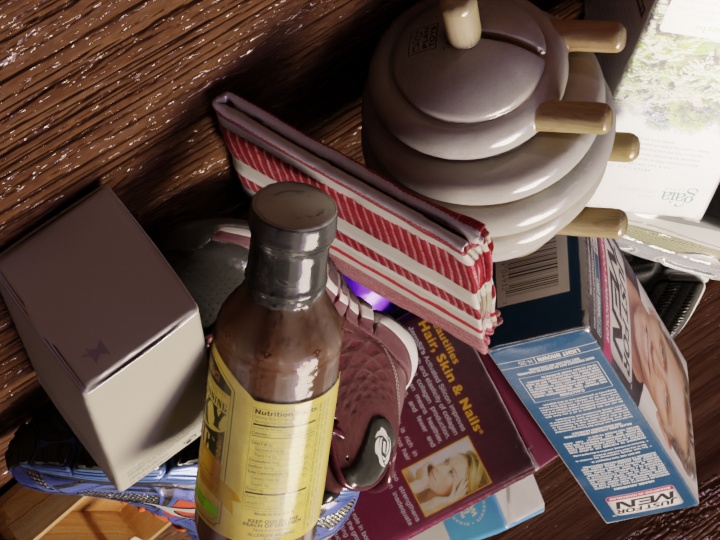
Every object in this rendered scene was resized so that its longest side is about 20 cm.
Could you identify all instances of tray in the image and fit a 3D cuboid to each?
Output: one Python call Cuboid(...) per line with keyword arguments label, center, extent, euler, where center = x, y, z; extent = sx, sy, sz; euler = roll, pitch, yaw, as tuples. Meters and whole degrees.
Cuboid(label="tray", center=(-0.139, 0.123, 1.700), extent=(0.099, 0.037, 0.200), euler=(-41, 165, 9))

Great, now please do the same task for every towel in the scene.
Cuboid(label="towel", center=(0.002, -0.023, 1.384), extent=(0.023, 0.144, 0.200), euler=(-59, 169, -10))

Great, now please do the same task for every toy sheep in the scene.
Cuboid(label="toy sheep", center=(0.064, -0.073, 1.397), extent=(0.138, 0.138, 0.200), euler=(-34, 144, -16))

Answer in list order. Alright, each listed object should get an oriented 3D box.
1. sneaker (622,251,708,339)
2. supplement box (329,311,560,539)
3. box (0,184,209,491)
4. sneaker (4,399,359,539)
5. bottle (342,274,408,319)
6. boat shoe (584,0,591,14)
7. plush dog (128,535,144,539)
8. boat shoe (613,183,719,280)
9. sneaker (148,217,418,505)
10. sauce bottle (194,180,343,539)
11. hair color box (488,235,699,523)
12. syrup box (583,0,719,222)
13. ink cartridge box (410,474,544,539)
Cuboid(label="sneaker", center=(0.183, -0.031, 1.741), extent=(0.116, 0.075, 0.201), euler=(62, 37, -71))
Cuboid(label="supplement box", center=(0.003, 0.102, 1.615), extent=(0.200, 0.111, 0.086), euler=(-29, 176, 17))
Cuboid(label="box", center=(-0.119, 0.036, 1.381), extent=(0.068, 0.082, 0.200), euler=(-35, 167, -10))
Cuboid(label="sneaker", center=(-0.091, 0.114, 1.533), extent=(0.199, 0.075, 0.079), euler=(7, 122, -8))
Cuboid(label="bottle", center=(0.000, 0.000, 1.597), extent=(0.200, 0.065, 0.084), euler=(-23, 163, -47))
Cuboid(label="boat shoe", center=(0.164, -0.126, 1.606), extent=(0.063, 0.073, 0.200), euler=(-35, 161, -9))
Cuboid(label="plush dog", center=(-0.168, 0.270, 1.721), extent=(0.199, 0.172, 0.160), euler=(-19, 168, -19))
Cuboid(label="boat shoe", center=(0.141, -0.041, 1.597), extent=(0.065, 0.201, 0.075), euler=(113, -12, -49))
Cuboid(label="sneaker", center=(-0.035, 0.057, 1.443), extent=(0.075, 0.116, 0.200), euler=(-19, 146, 33))
Cuboid(label="sauce bottle", center=(-0.041, 0.050, 1.359), extent=(0.065, 0.065, 0.201), euler=(-26, 137, -40))
Cuboid(label="hair color box", center=(0.128, 0.047, 1.580), extent=(0.060, 0.100, 0.200), euler=(-13, 144, 18))
Cuboid(label="syrup box", center=(0.165, -0.123, 1.462), extent=(0.078, 0.082, 0.200), euler=(7, 135, -15))
Cuboid(label="ink cartridge box", center=(0.001, 0.135, 1.811), extent=(0.200, 0.116, 0.067), euler=(-23, 178, 26))
